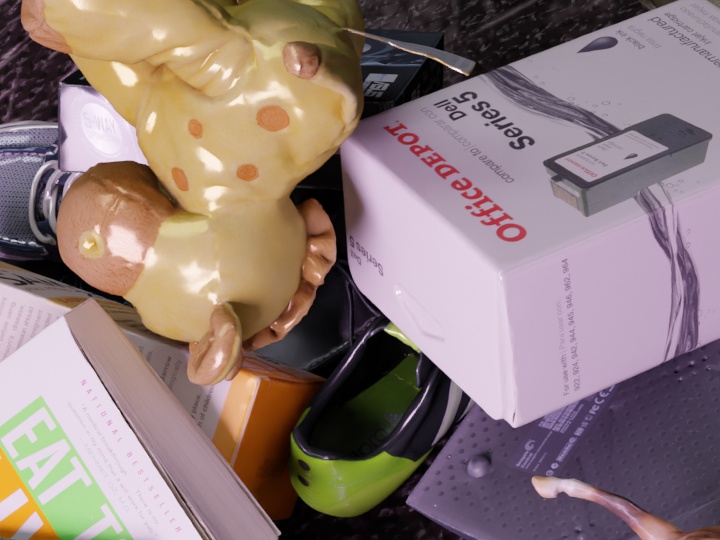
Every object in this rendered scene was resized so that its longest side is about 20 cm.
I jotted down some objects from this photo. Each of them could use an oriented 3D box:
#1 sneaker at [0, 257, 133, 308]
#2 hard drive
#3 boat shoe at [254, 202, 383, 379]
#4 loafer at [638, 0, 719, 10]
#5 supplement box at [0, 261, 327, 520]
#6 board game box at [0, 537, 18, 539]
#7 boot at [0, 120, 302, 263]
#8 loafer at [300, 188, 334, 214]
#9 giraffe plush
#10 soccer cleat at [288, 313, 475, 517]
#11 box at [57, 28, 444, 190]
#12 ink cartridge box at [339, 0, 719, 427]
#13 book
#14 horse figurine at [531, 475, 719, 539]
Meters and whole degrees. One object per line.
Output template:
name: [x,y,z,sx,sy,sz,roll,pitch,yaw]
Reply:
sneaker: [-0.135,0.031,1.419,0.082,0.073,0.200,-30,55,4]
hard drive: [0.129,0.087,1.188,0.200,0.042,0.135,14,59,44]
boat shoe: [0.000,0.000,1.352,0.200,0.062,0.075,-37,65,-5]
loafer: [0.178,-0.121,1.348,0.067,0.076,0.200,-35,36,-11]
supplement box: [-0.127,0.051,1.282,0.199,0.126,0.074,19,91,15]
board game box: [-0.171,0.163,1.201,0.199,0.105,0.023,3,20,34]
boot: [-0.133,-0.038,1.358,0.199,0.073,0.090,1,2,11]
loafer: [-0.101,-0.032,1.459,0.199,0.068,0.076,4,52,40]
giraffe plush: [-0.065,-0.045,1.182,0.199,0.172,0.163,24,107,22]
soccer cleat: [0.039,0.030,1.277,0.067,0.081,0.200,35,73,18]
box: [-0.048,-0.084,1.354,0.159,0.044,0.200,4,15,9]
ink cartridge box: [0.110,-0.031,1.221,0.199,0.084,0.145,-22,37,-21]
book: [-0.149,0.116,1.216,0.200,0.134,0.048,-36,-1,33]
horse figurine: [0.120,0.158,1.073,0.132,0.050,0.201,3,78,19]
